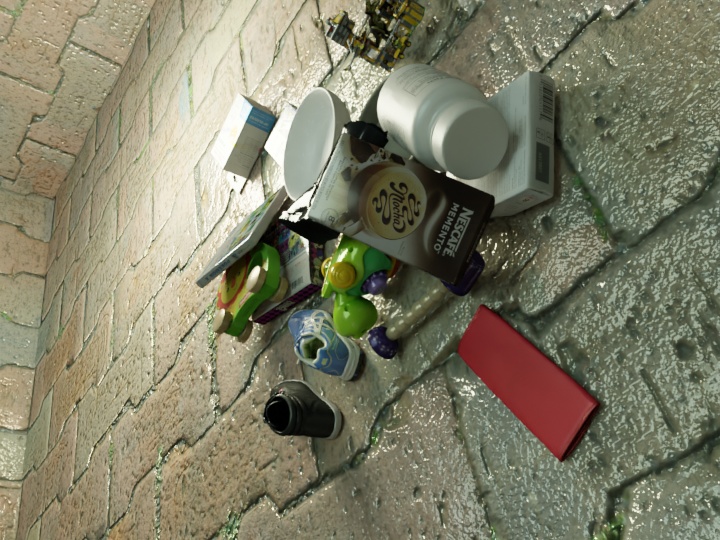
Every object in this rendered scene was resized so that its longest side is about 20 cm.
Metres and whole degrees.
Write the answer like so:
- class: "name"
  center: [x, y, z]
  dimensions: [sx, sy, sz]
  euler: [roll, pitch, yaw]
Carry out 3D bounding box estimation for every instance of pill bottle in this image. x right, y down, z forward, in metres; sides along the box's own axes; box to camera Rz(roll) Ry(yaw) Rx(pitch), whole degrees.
- class: "pill bottle"
  center: [0.105, -0.193, 0.827]
  dimensions: [0.115, 0.113, 0.200]
  euler: [-60, 30, 15]

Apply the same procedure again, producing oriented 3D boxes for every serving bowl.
- class: "serving bowl"
  center: [-0.067, -0.216, 1.132]
  dimensions: [0.199, 0.065, 0.203]
  euler: [-24, 61, 55]

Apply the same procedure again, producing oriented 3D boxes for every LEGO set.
- class: "LEGO set"
  center: [0.012, -0.425, 1.081]
  dimensions: [0.155, 0.115, 0.201]
  euler: [-55, 26, 24]

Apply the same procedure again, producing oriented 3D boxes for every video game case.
- class: "video game case"
  center: [-0.233, -0.069, 1.271]
  dimensions: [0.181, 0.022, 0.201]
  euler: [-34, 21, 34]
- class: "video game case"
  center: [-0.140, -0.016, 1.200]
  dimensions: [0.199, 0.035, 0.184]
  euler: [-32, 51, 42]

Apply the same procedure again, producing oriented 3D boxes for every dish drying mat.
- class: "dish drying mat"
  center: [0.184, 0.121, 0.730]
  dimensions: [0.077, 0.018, 0.200]
  euler: [-62, 38, 15]

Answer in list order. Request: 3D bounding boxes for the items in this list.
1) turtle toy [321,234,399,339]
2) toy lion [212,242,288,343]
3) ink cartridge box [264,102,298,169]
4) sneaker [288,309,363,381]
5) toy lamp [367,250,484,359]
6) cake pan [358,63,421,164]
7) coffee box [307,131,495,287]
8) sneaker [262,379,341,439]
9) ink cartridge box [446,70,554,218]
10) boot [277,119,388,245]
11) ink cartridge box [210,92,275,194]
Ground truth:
- class: "turtle toy"
  center: [0.000, 0.000, 0.950]
  dimensions: [0.146, 0.100, 0.202]
  euler: [-150, 81, -80]
- class: "toy lion"
  center: [-0.217, 0.022, 1.212]
  dimensions: [0.200, 0.068, 0.193]
  euler: [-46, 35, 31]
- class: "ink cartridge box"
  center: [-0.118, -0.247, 1.260]
  dimensions: [0.110, 0.050, 0.200]
  euler: [-59, 37, 16]
- class: "sneaker"
  center: [-0.072, 0.108, 1.023]
  dimensions: [0.199, 0.076, 0.077]
  euler: [27, 98, 55]
- class: "toy lamp"
  center: [0.087, 0.044, 0.857]
  dimensions: [0.200, 0.058, 0.059]
  euler: [-46, 43, 30]
- class: "cake pan"
  center: [0.061, -0.230, 1.027]
  dimensions: [0.199, 0.036, 0.203]
  euler: [-26, 56, 45]
- class: "coffee box"
  center: [0.051, -0.072, 0.776]
  dimensions: [0.198, 0.080, 0.114]
  euler: [25, 92, 14]
- class: "sneaker"
  center: [-0.121, 0.214, 1.022]
  dimensions: [0.199, 0.098, 0.072]
  euler: [12, 86, 55]
- class: "ink cartridge box"
  center: [0.173, -0.146, 0.850]
  dimensions: [0.200, 0.056, 0.165]
  euler: [151, 128, -61]
- class: "boot"
  center: [-0.038, -0.129, 0.940]
  dimensions: [0.170, 0.076, 0.200]
  euler: [-61, 18, -10]
- class: "ink cartridge box"
  center: [-0.284, -0.295, 1.486]
  dimensions: [0.202, 0.067, 0.115]
  euler: [-61, 37, 14]
